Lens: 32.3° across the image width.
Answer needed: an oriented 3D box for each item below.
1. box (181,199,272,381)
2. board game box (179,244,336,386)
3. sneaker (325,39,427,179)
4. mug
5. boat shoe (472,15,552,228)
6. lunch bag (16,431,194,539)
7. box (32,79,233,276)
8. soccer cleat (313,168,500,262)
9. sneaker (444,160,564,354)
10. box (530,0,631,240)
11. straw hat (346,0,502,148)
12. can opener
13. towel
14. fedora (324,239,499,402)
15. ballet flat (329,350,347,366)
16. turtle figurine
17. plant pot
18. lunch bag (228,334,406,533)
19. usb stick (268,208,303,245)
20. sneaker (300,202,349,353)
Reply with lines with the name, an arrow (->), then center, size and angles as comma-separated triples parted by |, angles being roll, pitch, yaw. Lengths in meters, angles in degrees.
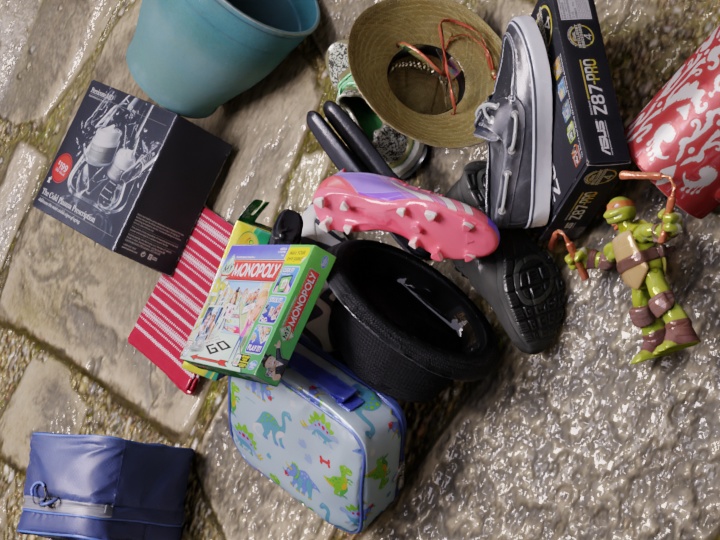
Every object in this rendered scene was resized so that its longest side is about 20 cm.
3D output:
box -> -0.135, 0.019, 1.400 | 0.048, 0.117, 0.202 | 19, 93, 4
board game box -> -0.106, 0.040, 1.232 | 0.200, 0.029, 0.135 | 1, 65, 62
sneaker -> 0.004, -0.196, 1.388 | 0.077, 0.088, 0.201 | -42, 56, 19
mug -> 0.341, -0.140, 1.087 | 0.200, 0.133, 0.178 | -45, 32, 21
boat shoe -> 0.141, -0.139, 1.184 | 0.072, 0.067, 0.202 | -131, 38, -73
lunch bag -> -0.288, 0.256, 1.400 | 0.135, 0.200, 0.134 | -2, 78, 31
box -> -0.289, -0.119, 1.565 | 0.199, 0.104, 0.183 | 24, 88, 42
soccer cleat -> 0.048, -0.062, 1.221 | 0.198, 0.067, 0.077 | 11, 43, 24
sneaker -> 0.138, -0.006, 1.249 | 0.091, 0.075, 0.201 | -42, 60, 51
box -> 0.196, -0.153, 1.199 | 0.049, 0.161, 0.202 | -4, 68, -9
straw hat -> 0.063, -0.192, 1.323 | 0.085, 0.199, 0.203 | 131, 135, -56
can opener -> 0.013, -0.093, 1.305 | 0.200, 0.063, 0.079 | 49, 135, -1
towel -> -0.199, 0.035, 1.514 | 0.144, 0.022, 0.201 | 33, 95, 40
fedora -> 0.034, 0.061, 1.219 | 0.201, 0.200, 0.092 | 51, 123, 35
ballet flat -> -0.033, 0.115, 1.346 | 0.199, 0.072, 0.073 | -2, 75, 36
turtle figurine -> 0.251, 0.001, 1.141 | 0.200, 0.064, 0.163 | -32, 71, 60
plant pot -> -0.183, -0.292, 1.501 | 0.188, 0.199, 0.201 | -45, 54, 32
lunch bag -> -0.045, 0.158, 1.266 | 0.199, 0.082, 0.162 | 30, 135, 31
usb stick -> -0.095, 0.015, 1.362 | 0.201, 0.032, 0.056 | 108, 173, -47
sneaker -> 0.000, 0.000, 1.347 | 0.128, 0.080, 0.200 | -5, 42, 8
